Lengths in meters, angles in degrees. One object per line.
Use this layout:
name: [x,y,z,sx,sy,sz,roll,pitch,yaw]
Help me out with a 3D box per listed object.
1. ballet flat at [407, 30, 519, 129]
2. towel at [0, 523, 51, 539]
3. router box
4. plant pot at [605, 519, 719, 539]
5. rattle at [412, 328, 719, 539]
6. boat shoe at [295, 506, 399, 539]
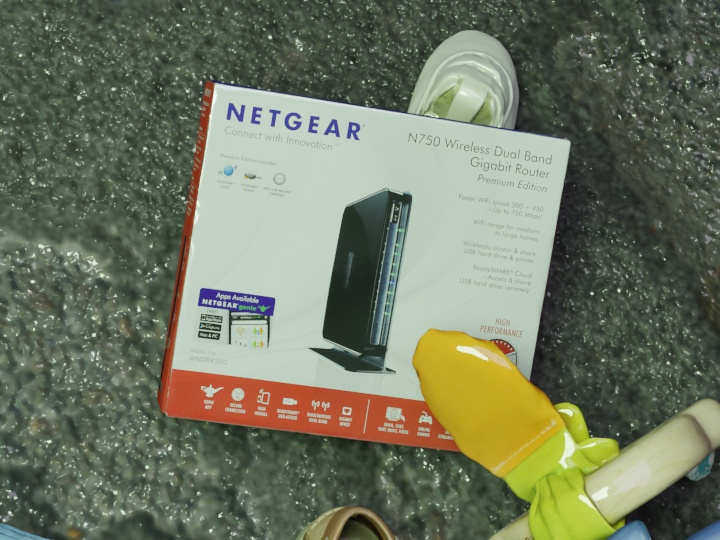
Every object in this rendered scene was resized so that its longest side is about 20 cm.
ballet flat: [0.054,-0.076,1.067,0.069,0.069,0.200,26,61,-2]
towel: [-0.134,0.199,0.881,0.199,0.049,0.112,19,74,0]
router box: [0.000,0.000,0.976,0.199,0.049,0.180,7,97,-11]
plant pot: [0.194,0.219,0.896,0.179,0.200,0.201,-8,69,-12]
rattle: [0.131,0.074,0.980,0.200,0.130,0.143,-30,65,-35]
boat shoe: [0.004,0.215,0.912,0.075,0.072,0.201,-8,68,-18]
